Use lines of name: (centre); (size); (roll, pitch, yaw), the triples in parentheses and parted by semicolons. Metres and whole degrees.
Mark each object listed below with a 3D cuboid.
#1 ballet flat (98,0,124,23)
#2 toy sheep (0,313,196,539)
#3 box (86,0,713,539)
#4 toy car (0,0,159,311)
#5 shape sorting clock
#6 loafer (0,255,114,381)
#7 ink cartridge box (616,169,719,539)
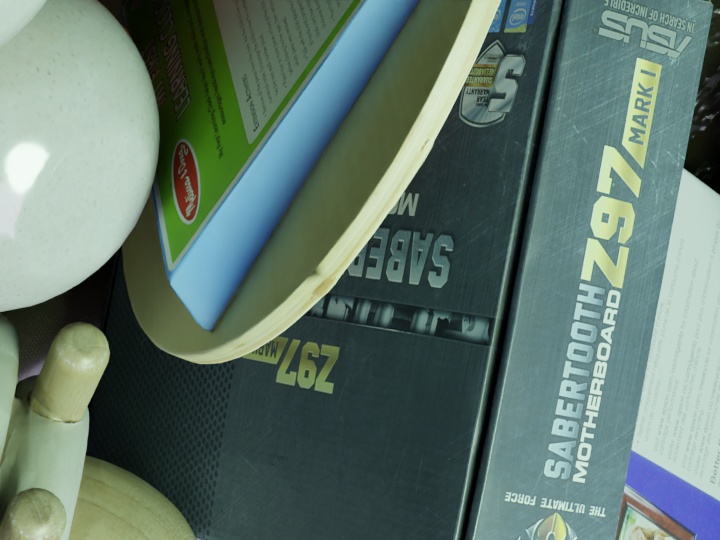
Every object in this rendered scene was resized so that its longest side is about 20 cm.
ballet flat: (-0.153, -0.032, 0.745); (0.199, 0.063, 0.069); (-28, 141, 15)
toy sheep: (-0.138, 0.059, 0.675); (0.199, 0.138, 0.138); (18, 135, -7)
box: (0.000, 0.000, 0.691); (0.051, 0.159, 0.200); (11, 178, -33)
toy car: (-0.109, -0.102, 0.620); (0.150, 0.175, 0.200); (-44, 148, -22)
shape sorting clock: (-0.007, -0.071, 0.639); (0.039, 0.201, 0.200); (26, 127, -25)
loafer: (-0.113, 0.042, 0.824); (0.200, 0.071, 0.073); (-37, 94, 26)
ink cartridge box: (0.060, 0.048, 0.829); (0.043, 0.199, 0.200); (2, 159, 42)
